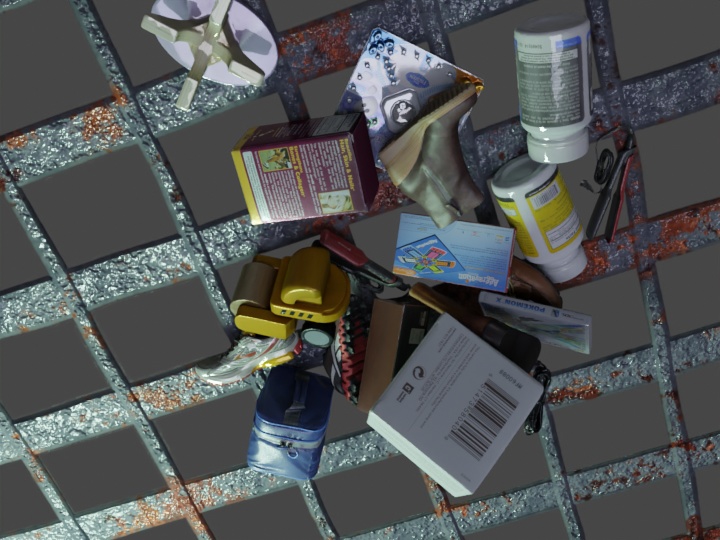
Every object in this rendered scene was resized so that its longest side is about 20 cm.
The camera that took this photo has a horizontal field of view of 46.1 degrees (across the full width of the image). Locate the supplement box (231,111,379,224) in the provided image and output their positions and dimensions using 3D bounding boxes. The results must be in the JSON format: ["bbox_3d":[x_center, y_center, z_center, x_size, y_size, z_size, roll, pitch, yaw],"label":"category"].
[{"bbox_3d":[-0.083,-0.159,1.318,0.196,0.104,0.133,-4,118,16],"label":"supplement box"}]

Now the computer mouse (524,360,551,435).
[{"bbox_3d":[0.244,0.210,1.451,0.196,0.046,0.143,12,96,-18],"label":"computer mouse"}]

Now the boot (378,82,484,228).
[{"bbox_3d":[0.143,-0.177,1.321,0.199,0.073,0.166,-37,107,28],"label":"boot"}]

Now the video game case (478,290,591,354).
[{"bbox_3d":[0.296,0.090,1.419,0.179,0.200,0.022,13,76,19],"label":"video game case"}]

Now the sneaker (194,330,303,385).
[{"bbox_3d":[-0.206,0.138,1.515,0.197,0.078,0.083,-23,113,-1],"label":"sneaker"}]

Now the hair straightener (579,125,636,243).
[{"bbox_3d":[0.404,-0.143,1.397,0.075,0.041,0.203,7,118,-6],"label":"hair straightener"}]

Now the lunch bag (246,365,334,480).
[{"bbox_3d":[-0.123,0.265,1.507,0.133,0.201,0.135,11,115,-1],"label":"lunch bag"}]

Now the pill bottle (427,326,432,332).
[{"bbox_3d":[0.195,0.188,1.520,0.199,0.120,0.120,37,111,-18],"label":"pill bottle"}]

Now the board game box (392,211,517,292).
[{"bbox_3d":[0.153,-0.031,1.390,0.197,0.019,0.105,10,93,24],"label":"board game box"}]

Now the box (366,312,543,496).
[{"bbox_3d":[0.142,0.214,1.331,0.199,0.172,0.200,37,77,9],"label":"box"}]

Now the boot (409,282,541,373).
[{"bbox_3d":[0.192,0.099,1.419,0.187,0.198,0.069,21,95,-51],"label":"boot"}]

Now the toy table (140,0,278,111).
[{"bbox_3d":[-0.217,-0.333,1.236,0.196,0.118,0.187,13,117,-8],"label":"toy table"}]

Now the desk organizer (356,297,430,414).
[{"bbox_3d":[0.056,0.153,1.466,0.071,0.076,0.204,5,96,-44],"label":"desk organizer"}]

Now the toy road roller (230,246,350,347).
[{"bbox_3d":[-0.113,0.026,1.387,0.196,0.125,0.147,10,145,5],"label":"toy road roller"}]

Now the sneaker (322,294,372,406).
[{"bbox_3d":[-0.027,0.136,1.503,0.070,0.097,0.205,-18,113,-38],"label":"sneaker"}]

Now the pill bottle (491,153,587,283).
[{"bbox_3d":[0.300,-0.082,1.386,0.110,0.112,0.202,-24,116,11],"label":"pill bottle"}]

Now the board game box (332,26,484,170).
[{"bbox_3d":[0.068,-0.249,1.340,0.197,0.026,0.202,22,115,-13],"label":"board game box"}]

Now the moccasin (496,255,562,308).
[{"bbox_3d":[0.245,0.014,1.408,0.200,0.074,0.078,37,74,9],"label":"moccasin"}]

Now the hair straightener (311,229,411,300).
[{"bbox_3d":[0.000,0.000,1.463,0.198,0.041,0.077,26,140,-21],"label":"hair straightener"}]

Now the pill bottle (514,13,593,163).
[{"bbox_3d":[0.295,-0.274,1.284,0.111,0.114,0.203,-9,118,3],"label":"pill bottle"}]
